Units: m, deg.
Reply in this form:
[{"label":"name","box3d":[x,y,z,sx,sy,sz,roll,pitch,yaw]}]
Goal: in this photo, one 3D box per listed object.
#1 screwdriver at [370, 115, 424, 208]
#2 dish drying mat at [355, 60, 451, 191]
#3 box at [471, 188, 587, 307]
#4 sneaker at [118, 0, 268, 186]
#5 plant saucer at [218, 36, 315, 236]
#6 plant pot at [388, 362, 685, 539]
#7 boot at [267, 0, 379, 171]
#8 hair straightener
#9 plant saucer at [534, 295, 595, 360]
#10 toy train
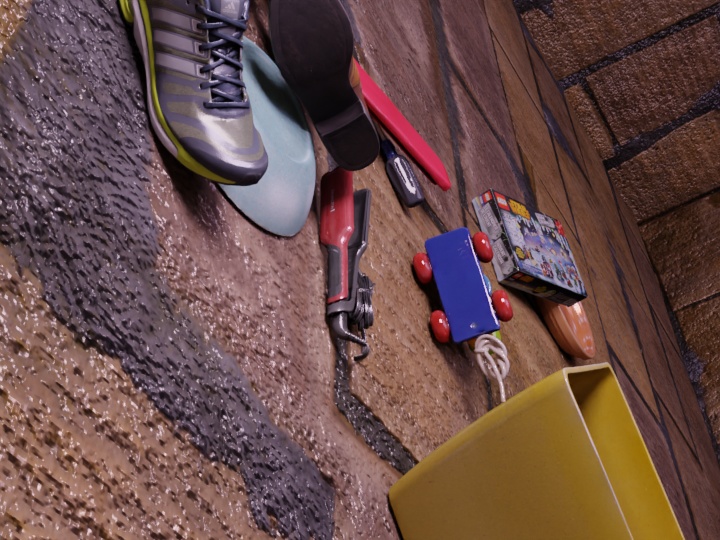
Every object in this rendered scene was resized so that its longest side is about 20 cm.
[{"label":"screwdriver","box3d":[0.018,-0.161,1.180,0.029,0.028,0.201,-24,81,-42]},{"label":"dish drying mat","box3d":[0.034,-0.171,1.175,0.200,0.018,0.077,44,21,-32]},{"label":"box","box3d":[0.251,-0.031,1.525,0.200,0.040,0.138,17,49,-48]},{"label":"sneaker","box3d":[-0.110,-0.152,0.723,0.074,0.081,0.201,-10,71,-44]},{"label":"plant saucer","box3d":[-0.084,-0.127,0.845,0.201,0.039,0.201,52,23,-32]},{"label":"plant pot","box3d":[0.141,0.201,0.825,0.200,0.176,0.201,8,59,-66]},{"label":"boot","box3d":[-0.046,-0.208,0.912,0.189,0.068,0.200,58,5,-38]},{"label":"hair straightener","box3d":[0.000,0.000,0.904,0.077,0.041,0.201,46,27,-42]},{"label":"plant saucer","box3d":[0.318,0.053,1.662,0.200,0.037,0.201,51,25,-35]},{"label":"toy train","box3d":[0.126,0.065,1.109,0.116,0.084,0.201,55,17,-63]}]
